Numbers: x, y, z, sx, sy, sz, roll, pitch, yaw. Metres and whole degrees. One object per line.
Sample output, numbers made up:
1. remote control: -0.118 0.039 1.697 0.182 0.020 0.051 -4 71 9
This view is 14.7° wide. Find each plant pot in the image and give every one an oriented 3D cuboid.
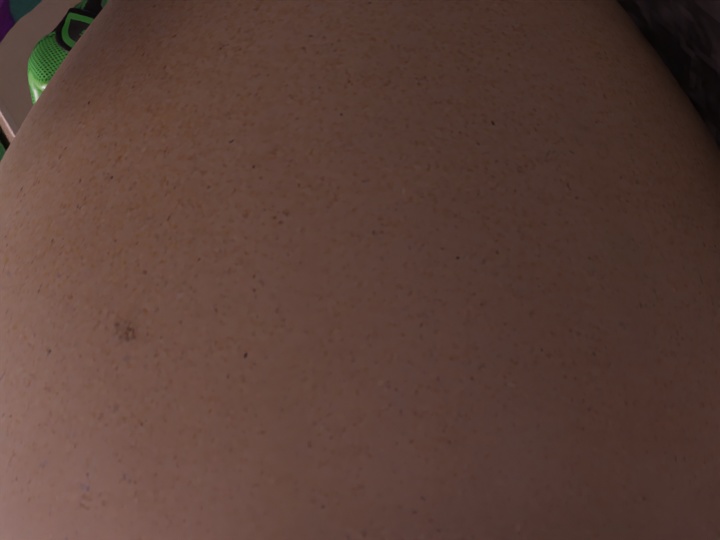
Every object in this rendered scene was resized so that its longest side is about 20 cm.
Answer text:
1. plant pot: 0.000 0.000 0.591 0.200 0.199 0.136 172 98 -66

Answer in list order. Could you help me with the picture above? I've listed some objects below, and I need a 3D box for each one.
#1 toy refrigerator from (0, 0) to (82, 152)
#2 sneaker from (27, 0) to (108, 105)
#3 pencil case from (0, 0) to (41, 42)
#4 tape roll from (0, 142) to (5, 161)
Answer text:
1. toy refrigerator: -0.044 0.005 0.813 0.201 0.070 0.076 59 165 5
2. sneaker: -0.016 0.007 0.730 0.200 0.085 0.078 53 157 15
3. pencil case: -0.076 -0.095 0.584 0.092 0.200 0.085 23 142 26
4. tape roll: -0.143 -0.015 0.869 0.201 0.048 0.201 54 164 22
